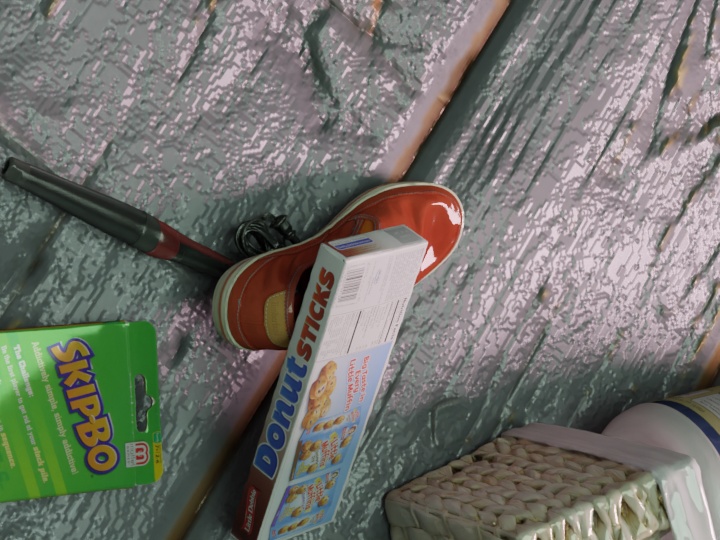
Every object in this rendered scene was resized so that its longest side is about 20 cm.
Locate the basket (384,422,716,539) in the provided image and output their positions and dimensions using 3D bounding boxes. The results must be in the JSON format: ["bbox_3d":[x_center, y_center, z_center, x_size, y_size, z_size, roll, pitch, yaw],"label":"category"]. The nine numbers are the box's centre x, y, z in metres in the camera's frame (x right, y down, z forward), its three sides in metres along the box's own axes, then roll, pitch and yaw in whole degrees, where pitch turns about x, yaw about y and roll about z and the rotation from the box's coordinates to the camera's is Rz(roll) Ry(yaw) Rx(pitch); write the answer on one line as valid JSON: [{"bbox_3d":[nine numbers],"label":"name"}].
[{"bbox_3d":[0.114,0.180,1.186,0.123,0.200,0.137,-17,98,-23],"label":"basket"}]

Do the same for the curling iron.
[{"bbox_3d":[-0.118,-0.030,1.150,0.199,0.026,0.050,17,85,-30],"label":"curling iron"}]

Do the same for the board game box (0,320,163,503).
[{"bbox_3d":[-0.206,0.081,1.100,0.199,0.030,0.096,-4,92,-27],"label":"board game box"}]

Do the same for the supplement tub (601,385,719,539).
[{"bbox_3d":[0.265,0.143,1.300,0.199,0.144,0.146,-10,95,-29],"label":"supplement tub"}]

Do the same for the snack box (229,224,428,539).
[{"bbox_3d":[-0.019,0.069,1.139,0.072,0.024,0.201,-15,131,-48],"label":"snack box"}]

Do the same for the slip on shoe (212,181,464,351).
[{"bbox_3d":[0.000,0.000,1.181,0.199,0.061,0.075,-25,117,-43],"label":"slip on shoe"}]
